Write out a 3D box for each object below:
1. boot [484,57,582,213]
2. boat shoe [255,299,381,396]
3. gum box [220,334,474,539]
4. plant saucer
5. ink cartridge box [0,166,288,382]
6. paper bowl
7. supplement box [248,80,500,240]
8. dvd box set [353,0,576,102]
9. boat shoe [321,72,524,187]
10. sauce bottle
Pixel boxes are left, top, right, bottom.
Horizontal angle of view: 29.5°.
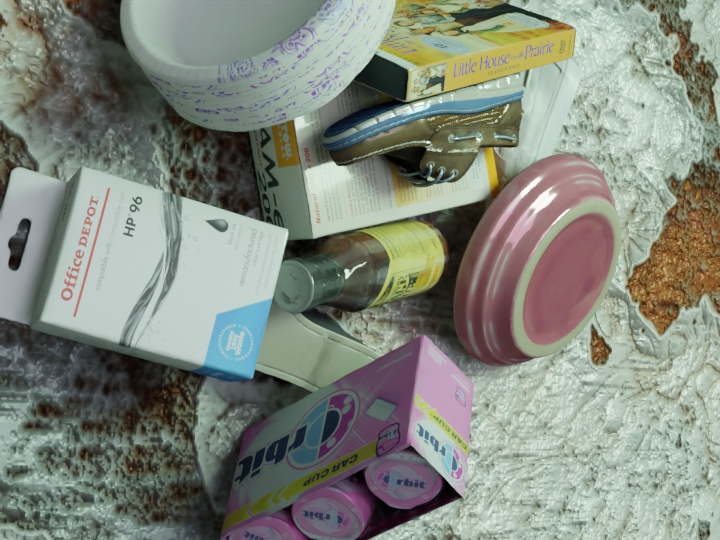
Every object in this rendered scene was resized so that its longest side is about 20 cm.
[{"bbox_3d":[0.121,-0.110,1.229,0.095,0.074,0.201,20,87,-6],"label":"boot"},{"bbox_3d":[-0.064,0.049,1.093,0.199,0.063,0.073,33,89,-11],"label":"boat shoe"},{"bbox_3d":[-0.014,0.146,1.032,0.066,0.199,0.114,45,33,-25],"label":"gum box"},{"bbox_3d":[0.165,-0.002,1.204,0.200,0.051,0.202,-28,133,-36],"label":"plant saucer"},{"bbox_3d":[-0.165,0.000,0.990,0.199,0.068,0.117,16,79,-18],"label":"ink cartridge box"},{"bbox_3d":[-0.069,-0.192,1.018,0.202,0.200,0.104,-64,148,-18],"label":"paper bowl"},{"bbox_3d":[0.011,-0.103,1.138,0.199,0.073,0.127,-13,96,-34],"label":"supplement box"},{"bbox_3d":[0.059,-0.190,1.122,0.199,0.146,0.030,-19,125,-38],"label":"dvd box set"},{"bbox_3d":[0.059,-0.105,1.083,0.199,0.072,0.073,-20,102,-33],"label":"boat shoe"},{"bbox_3d":[0.000,0.000,1.095,0.200,0.066,0.067,-15,98,-55],"label":"sauce bottle"}]
